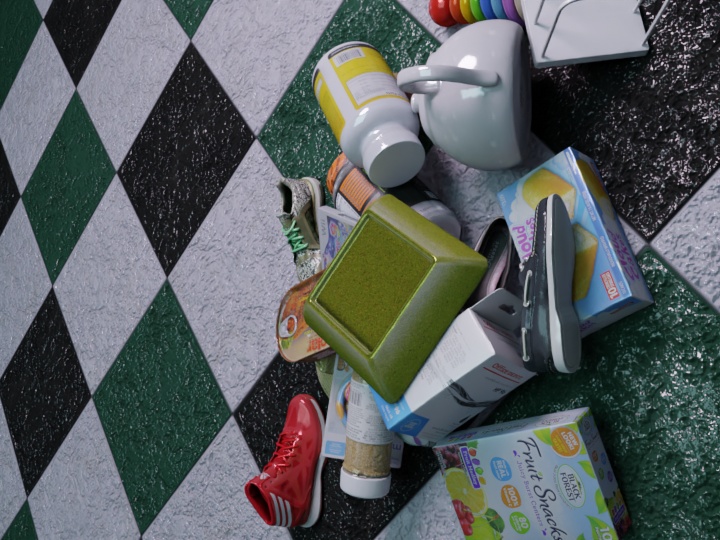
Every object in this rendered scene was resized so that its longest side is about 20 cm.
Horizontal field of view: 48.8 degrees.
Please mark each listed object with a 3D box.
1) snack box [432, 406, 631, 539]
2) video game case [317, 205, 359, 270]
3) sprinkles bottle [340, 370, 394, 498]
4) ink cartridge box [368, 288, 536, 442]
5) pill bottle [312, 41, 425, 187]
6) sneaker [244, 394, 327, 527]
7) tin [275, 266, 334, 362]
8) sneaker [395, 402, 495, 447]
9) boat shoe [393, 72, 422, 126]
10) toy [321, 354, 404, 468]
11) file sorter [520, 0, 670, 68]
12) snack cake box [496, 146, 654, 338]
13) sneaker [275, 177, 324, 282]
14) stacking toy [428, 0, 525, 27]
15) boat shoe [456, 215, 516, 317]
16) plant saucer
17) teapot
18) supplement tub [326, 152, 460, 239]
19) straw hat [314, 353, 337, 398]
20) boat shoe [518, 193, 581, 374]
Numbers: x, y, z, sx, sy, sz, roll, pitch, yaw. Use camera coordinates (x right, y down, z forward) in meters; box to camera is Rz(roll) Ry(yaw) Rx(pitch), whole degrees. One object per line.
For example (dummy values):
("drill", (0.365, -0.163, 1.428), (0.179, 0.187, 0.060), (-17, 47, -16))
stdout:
("snack box", (0.196, 0.250, 0.933), (0.199, 0.053, 0.143), (-20, 92, 38))
("video game case", (0.000, 0.000, 1.098), (0.200, 0.018, 0.145), (27, 126, 54))
("sprinkles bottle", (0.015, 0.195, 1.053), (0.068, 0.068, 0.202), (12, 99, 44))
("ink cartridge box", (0.124, 0.116, 0.934), (0.200, 0.116, 0.068), (-40, 54, 20))
("pill bottle", (0.013, -0.211, 1.081), (0.112, 0.112, 0.201), (-45, 50, 27))
("sneaker", (-0.113, 0.288, 1.203), (0.078, 0.115, 0.202), (-16, 71, 40))
("tin", (-0.056, 0.066, 1.118), (0.199, 0.042, 0.113), (-27, 57, 49))
("sneaker", (0.121, 0.142, 1.047), (0.139, 0.077, 0.202), (9, 97, 42))
("boat shoe", (0.048, -0.262, 1.192), (0.199, 0.071, 0.076), (13, 91, 44))
("toy", (0.014, 0.170, 1.112), (0.114, 0.047, 0.202), (8, 85, 3))
("file sorter", (0.266, -0.366, 0.932), (0.137, 0.125, 0.202), (-7, 72, -2))
("snack cake box", (0.254, -0.030, 0.955), (0.115, 0.067, 0.201), (-33, 61, 33))
("sneaker", (-0.105, -0.064, 1.285), (0.077, 0.088, 0.202), (-25, 65, 37))
("stacking toy", (0.171, -0.372, 1.098), (0.199, 0.085, 0.086), (9, 88, 48))
("boat shoe", (0.152, 0.023, 1.013), (0.066, 0.057, 0.202), (17, 79, 18))
("plant saucer", (0.023, 0.020, 0.947), (0.200, 0.048, 0.200), (39, 97, 42))
("teapot", (0.133, -0.218, 1.003), (0.145, 0.201, 0.198), (1, 45, 19))
("supplement tub", (0.041, -0.087, 1.130), (0.123, 0.122, 0.200), (-55, 50, 20))
("straw hat", (-0.031, 0.108, 1.183), (0.200, 0.085, 0.203), (-10, 75, 41))
("boat shoe", (0.205, 0.015, 0.894), (0.060, 0.075, 0.202), (-6, 77, 37))
